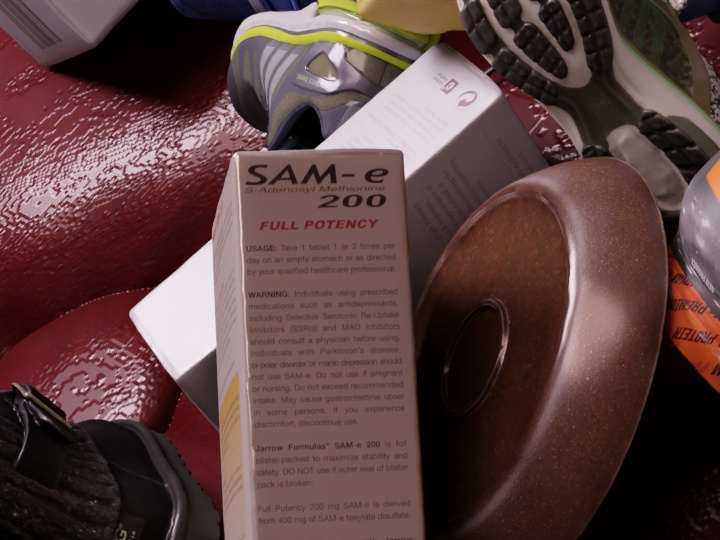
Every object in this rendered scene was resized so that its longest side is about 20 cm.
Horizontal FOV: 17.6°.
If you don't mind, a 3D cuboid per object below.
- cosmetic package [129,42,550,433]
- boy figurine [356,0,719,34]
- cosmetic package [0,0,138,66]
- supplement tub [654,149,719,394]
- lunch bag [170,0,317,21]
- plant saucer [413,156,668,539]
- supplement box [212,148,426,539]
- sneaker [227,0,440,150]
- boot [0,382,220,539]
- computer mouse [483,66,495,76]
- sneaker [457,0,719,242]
[{"bbox_3d":[0.000,0.000,1.098,0.200,0.102,0.074,-40,37,-4],"label":"cosmetic package"},{"bbox_3d":[0.091,-0.152,1.109,0.064,0.199,0.125,136,124,-61],"label":"boy figurine"},{"bbox_3d":[-0.164,-0.252,1.386,0.200,0.166,0.167,-48,13,-13],"label":"cosmetic package"},{"bbox_3d":[0.213,-0.032,0.922,0.200,0.122,0.123,-46,36,17],"label":"supplement tub"},{"bbox_3d":[-0.010,-0.220,1.278,0.200,0.136,0.132,-38,35,-29],"label":"lunch bag"},{"bbox_3d":[0.060,0.041,0.984,0.200,0.034,0.201,-51,27,40],"label":"plant saucer"},{"bbox_3d":[-0.019,0.062,0.958,0.073,0.126,0.201,-1,78,-8],"label":"supplement box"},{"bbox_3d":[-0.028,-0.088,1.194,0.081,0.074,0.200,-70,16,-11],"label":"sneaker"},{"bbox_3d":[-0.160,0.087,1.049,0.080,0.157,0.211,-67,19,-5],"label":"boot"},{"bbox_3d":[0.098,-0.139,1.203,0.199,0.044,0.110,-35,37,5],"label":"computer mouse"},{"bbox_3d":[0.113,-0.110,1.061,0.077,0.200,0.089,-21,22,41],"label":"sneaker"}]
